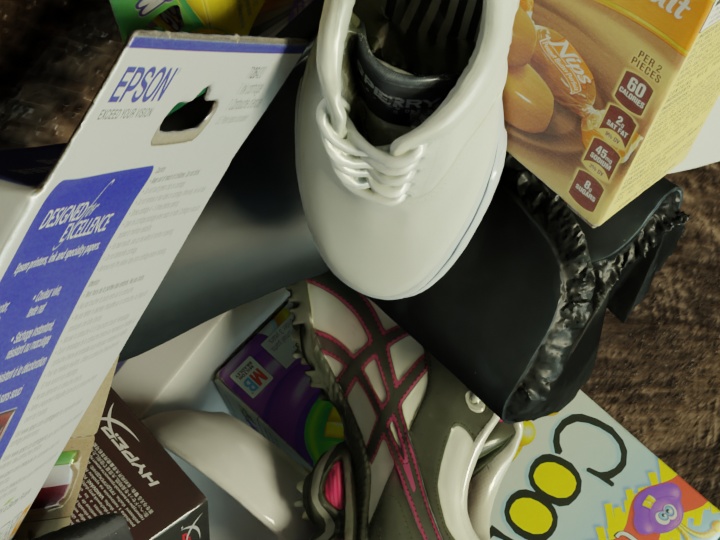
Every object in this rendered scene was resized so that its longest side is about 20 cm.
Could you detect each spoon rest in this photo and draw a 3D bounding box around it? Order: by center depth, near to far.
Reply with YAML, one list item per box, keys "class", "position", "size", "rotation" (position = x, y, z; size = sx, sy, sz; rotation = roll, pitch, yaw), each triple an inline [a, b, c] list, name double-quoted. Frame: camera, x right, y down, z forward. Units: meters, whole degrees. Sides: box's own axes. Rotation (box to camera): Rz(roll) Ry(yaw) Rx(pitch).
- class: "spoon rest"
  position: [-0.054, 0.105, 0.990]
  size: [0.061, 0.099, 0.200]
  rotation: [-53, 173, -10]

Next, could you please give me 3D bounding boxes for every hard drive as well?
- class: "hard drive"
  position: [-0.032, 0.024, 1.042]
  size: [0.132, 0.025, 0.200]
  rotation: [-51, 160, 7]

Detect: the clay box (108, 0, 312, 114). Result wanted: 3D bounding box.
- class: "clay box"
  position: [-0.012, -0.143, 0.738]
  size: [0.200, 0.048, 0.115]
  rotation: [-42, 162, -13]

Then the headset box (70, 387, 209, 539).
- class: "headset box"
  position: [-0.157, 0.152, 0.924]
  size: [0.200, 0.075, 0.149]
  rotation: [-34, 155, -21]

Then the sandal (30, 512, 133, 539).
- class: "sandal"
  position: [-0.130, 0.124, 0.731]
  size: [0.076, 0.043, 0.200]
  rotation: [-19, -178, 34]

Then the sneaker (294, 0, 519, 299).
- class: "sneaker"
  position: [0.009, -0.056, 0.730]
  size: [0.200, 0.073, 0.071]
  rotation: [99, 16, -45]

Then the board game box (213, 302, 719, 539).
- class: "board game box"
  position: [0.049, 0.090, 0.998]
  size: [0.103, 0.200, 0.105]
  rotation: [-45, 161, -11]

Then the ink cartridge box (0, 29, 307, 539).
- class: "ink cartridge box"
  position: [-0.100, 0.011, 0.666]
  size: [0.200, 0.047, 0.198]
  rotation: [-62, 173, 9]

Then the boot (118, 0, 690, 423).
- class: "boot"
  position: [0.000, 0.000, 0.853]
  size: [0.200, 0.168, 0.076]
  rotation: [-45, 160, -8]

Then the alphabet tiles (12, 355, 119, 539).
- class: "alphabet tiles"
  position: [-0.171, 0.074, 0.760]
  size: [0.200, 0.008, 0.168]
  rotation: [-2, 119, -43]

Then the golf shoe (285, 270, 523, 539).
- class: "golf shoe"
  position: [0.021, 0.042, 0.914]
  size: [0.088, 0.201, 0.077]
  rotation: [-10, 165, 22]

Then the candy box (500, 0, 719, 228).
- class: "candy box"
  position: [0.076, -0.121, 0.722]
  size: [0.055, 0.115, 0.200]
  rotation: [-37, 160, -35]

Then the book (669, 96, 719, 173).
- class: "book"
  position: [0.109, -0.122, 0.940]
  size: [0.133, 0.048, 0.200]
  rotation: [-9, 135, -21]
